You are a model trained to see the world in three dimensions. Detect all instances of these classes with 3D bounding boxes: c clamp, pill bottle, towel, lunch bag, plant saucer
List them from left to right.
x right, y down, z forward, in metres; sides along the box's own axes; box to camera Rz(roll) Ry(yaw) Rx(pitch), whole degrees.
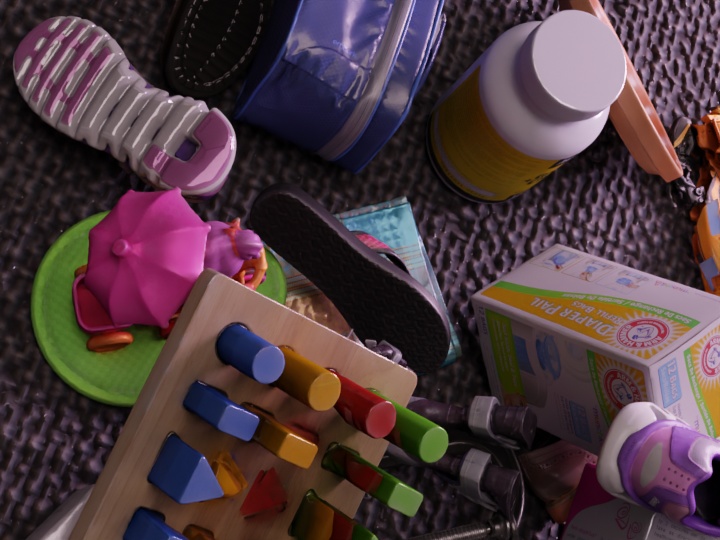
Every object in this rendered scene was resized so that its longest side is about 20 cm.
[{"bbox_3d":[-0.022,0.030,1.100,0.198,0.022,0.149,-15,81,-26],"label":"towel"},{"bbox_3d":[-0.004,-0.190,1.105,0.131,0.136,0.202,25,66,-15],"label":"lunch bag"},{"bbox_3d":[0.041,0.189,1.035,0.197,0.027,0.172,-14,45,-16],"label":"c clamp"},{"bbox_3d":[0.134,-0.133,1.109,0.110,0.200,0.114,4,76,-16],"label":"pill bottle"},{"bbox_3d":[0.222,-0.166,1.190,0.032,0.200,0.202,-27,87,17],"label":"plant saucer"}]

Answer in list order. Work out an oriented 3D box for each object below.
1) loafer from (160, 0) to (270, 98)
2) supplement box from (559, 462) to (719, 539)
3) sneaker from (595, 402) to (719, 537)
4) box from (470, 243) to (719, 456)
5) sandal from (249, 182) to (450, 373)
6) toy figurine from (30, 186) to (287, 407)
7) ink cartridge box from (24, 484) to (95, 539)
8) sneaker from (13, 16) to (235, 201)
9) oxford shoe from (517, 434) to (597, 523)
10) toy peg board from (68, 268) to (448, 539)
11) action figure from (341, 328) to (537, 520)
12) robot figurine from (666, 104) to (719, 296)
[{"bbox_3d":[-0.111,-0.233,1.114,0.073,0.071,0.202,29,79,-35],"label":"loafer"},{"bbox_3d":[0.205,0.265,1.055,0.102,0.101,0.203,22,84,-25],"label":"supplement box"},{"bbox_3d":[0.257,0.155,0.958,0.198,0.088,0.082,19,93,-36],"label":"sneaker"},{"bbox_3d":[0.194,0.069,1.068,0.101,0.199,0.114,-29,120,-27],"label":"box"},{"bbox_3d":[0.000,0.000,1.069,0.200,0.075,0.045,44,33,-11],"label":"sandal"},{"bbox_3d":[-0.126,0.004,0.959,0.197,0.184,0.152,-8,80,-19],"label":"toy figurine"},{"bbox_3d":[-0.207,0.266,0.919,0.145,0.085,0.200,47,62,-5],"label":"ink cartridge box"},{"bbox_3d":[-0.176,-0.113,1.039,0.199,0.089,0.081,35,82,13],"label":"sneaker"},{"bbox_3d":[0.213,0.121,1.150,0.200,0.071,0.073,-40,89,-26],"label":"oxford shoe"},{"bbox_3d":[-0.050,0.135,0.888,0.198,0.097,0.202,29,85,-39],"label":"toy peg board"},{"bbox_3d":[0.028,0.119,1.026,0.197,0.070,0.132,16,72,16],"label":"action figure"},{"bbox_3d":[0.356,-0.060,1.267,0.143,0.058,0.203,-3,77,-25],"label":"robot figurine"}]
